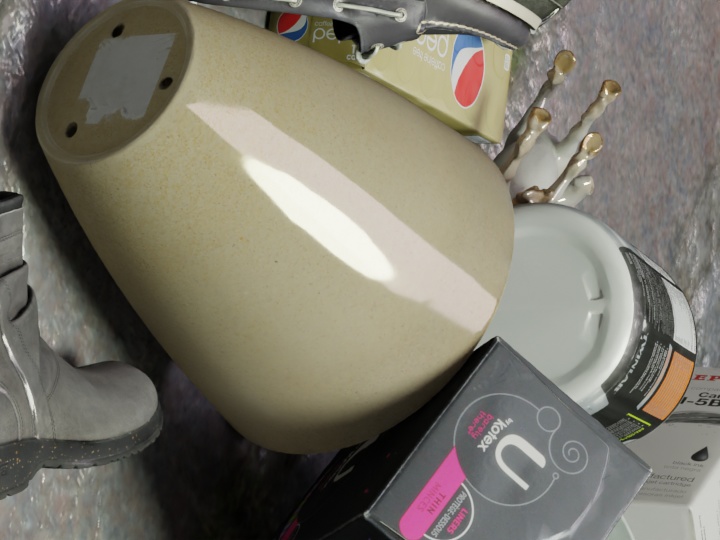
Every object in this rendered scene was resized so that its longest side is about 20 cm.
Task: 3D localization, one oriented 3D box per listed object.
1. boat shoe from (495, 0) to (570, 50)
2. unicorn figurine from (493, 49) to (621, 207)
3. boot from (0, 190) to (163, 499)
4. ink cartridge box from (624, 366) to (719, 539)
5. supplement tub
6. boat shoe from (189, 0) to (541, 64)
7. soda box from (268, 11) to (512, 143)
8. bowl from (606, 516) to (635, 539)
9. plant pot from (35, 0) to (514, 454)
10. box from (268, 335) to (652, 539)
[{"bbox_3d":[0.049,-0.211,1.574,0.200,0.064,0.071,44,19,-32],"label":"boat shoe"},{"bbox_3d":[0.107,-0.058,1.684,0.200,0.074,0.137,-30,156,-51],"label":"unicorn figurine"},{"bbox_3d":[-0.152,0.025,1.256,0.200,0.070,0.132,-21,107,-67],"label":"boot"},{"bbox_3d":[0.192,0.141,1.901,0.200,0.147,0.083,-46,133,-55],"label":"ink cartridge box"},{"bbox_3d":[0.122,0.036,1.599,0.200,0.122,0.123,30,67,-70],"label":"supplement tub"},{"bbox_3d":[-0.002,-0.141,1.458,0.200,0.073,0.063,17,97,-24],"label":"boat shoe"},{"bbox_3d":[0.019,-0.125,1.593,0.200,0.064,0.068,22,74,-64],"label":"soda box"},{"bbox_3d":[0.052,0.190,1.552,0.090,0.201,0.201,-42,-152,61],"label":"bowl"},{"bbox_3d":[-0.057,-0.041,1.343,0.200,0.187,0.187,42,55,-42],"label":"plant pot"},{"bbox_3d":[0.035,0.132,1.401,0.106,0.200,0.122,41,62,-5],"label":"box"}]
